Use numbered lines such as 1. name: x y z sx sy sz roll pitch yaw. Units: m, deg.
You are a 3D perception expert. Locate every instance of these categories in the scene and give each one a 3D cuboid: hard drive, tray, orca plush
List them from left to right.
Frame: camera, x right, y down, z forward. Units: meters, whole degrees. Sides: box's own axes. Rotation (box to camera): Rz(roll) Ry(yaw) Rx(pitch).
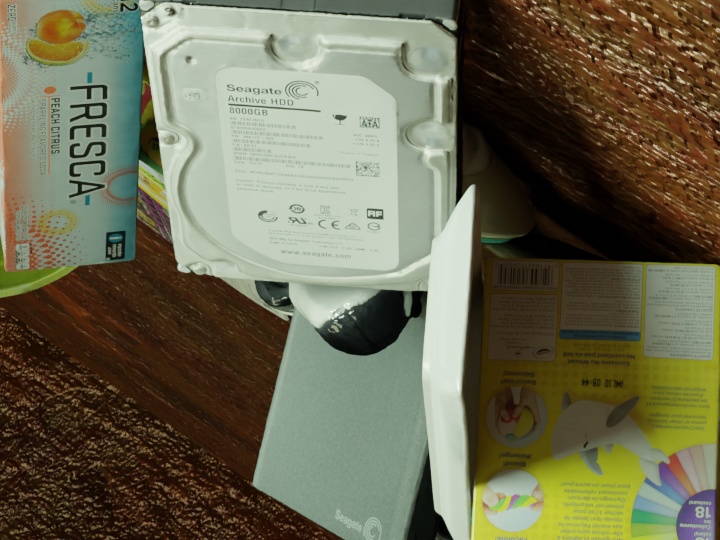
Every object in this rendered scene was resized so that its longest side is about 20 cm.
1. hard drive: -0.022 -0.063 1.152 0.139 0.038 0.201 4 144 4
2. orca plush: 0.000 0.000 1.332 0.071 0.105 0.200 59 176 -26
3. hard drive: 0.011 0.045 1.392 0.033 0.201 0.139 7 -170 -38
4. tray: 0.045 0.052 1.202 0.022 0.108 0.200 3 153 6

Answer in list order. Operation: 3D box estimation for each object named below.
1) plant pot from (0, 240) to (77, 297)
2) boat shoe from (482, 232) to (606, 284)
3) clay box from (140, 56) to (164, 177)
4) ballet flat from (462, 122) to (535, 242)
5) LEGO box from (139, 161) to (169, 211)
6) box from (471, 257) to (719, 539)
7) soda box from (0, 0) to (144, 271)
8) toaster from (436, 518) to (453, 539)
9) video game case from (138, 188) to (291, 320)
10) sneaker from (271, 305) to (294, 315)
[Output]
1. plant pot: -0.266 -0.109 1.702 0.200 0.201 0.193 42 180 -29
2. boat shoe: 0.134 0.050 1.276 0.199 0.074 0.076 33 -164 20
3. clay box: -0.123 -0.124 1.317 0.199 0.115 0.048 35 125 10
4. ballet flat: 0.006 -0.065 1.236 0.199 0.070 0.069 13 178 -22
5. LEGO box: -0.112 -0.097 1.486 0.200 0.077 0.149 39 169 -13
6. box: 0.111 0.097 1.191 0.116 0.202 0.048 2 162 8
7. soda box: -0.138 -0.085 1.186 0.201 0.068 0.064 100 161 -53
8. toaster: 0.047 0.146 1.905 0.199 0.119 0.181 25 164 46
9. video game case: -0.124 -0.050 1.842 0.181 0.036 0.200 34 169 14
10. sneaker: 0.044 0.012 1.524 0.199 0.076 0.115 15 -179 37
